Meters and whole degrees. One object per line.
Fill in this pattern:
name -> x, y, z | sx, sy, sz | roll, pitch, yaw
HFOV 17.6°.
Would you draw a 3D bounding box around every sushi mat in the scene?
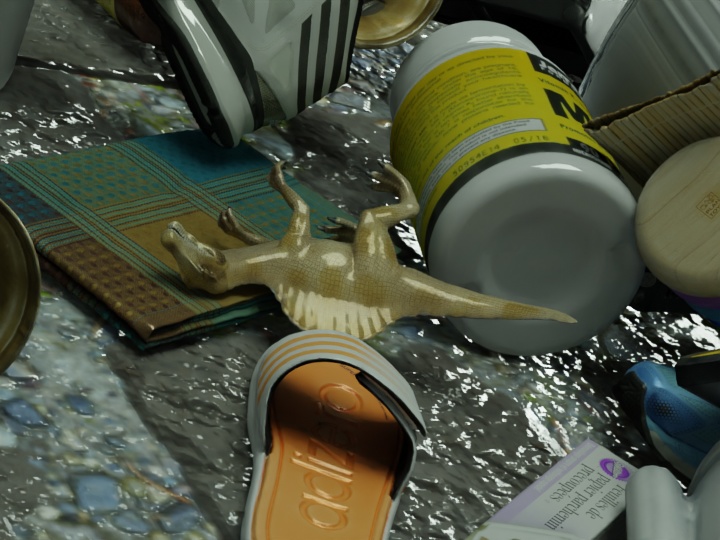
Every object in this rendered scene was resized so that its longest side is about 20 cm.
sushi mat -> 0.207, -0.039, 1.209 | 0.200, 0.096, 0.012 | 39, 38, -41

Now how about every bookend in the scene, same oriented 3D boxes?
bookend -> 0.091, -0.173, 1.473 | 0.200, 0.092, 0.199 | 19, -13, 25

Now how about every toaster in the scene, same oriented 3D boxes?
toaster -> 0.191, -0.080, 1.287 | 0.113, 0.200, 0.129 | 3, 40, -27

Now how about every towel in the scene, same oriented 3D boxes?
towel -> -0.089, -0.020, 1.169 | 0.147, 0.022, 0.200 | 36, 30, 26

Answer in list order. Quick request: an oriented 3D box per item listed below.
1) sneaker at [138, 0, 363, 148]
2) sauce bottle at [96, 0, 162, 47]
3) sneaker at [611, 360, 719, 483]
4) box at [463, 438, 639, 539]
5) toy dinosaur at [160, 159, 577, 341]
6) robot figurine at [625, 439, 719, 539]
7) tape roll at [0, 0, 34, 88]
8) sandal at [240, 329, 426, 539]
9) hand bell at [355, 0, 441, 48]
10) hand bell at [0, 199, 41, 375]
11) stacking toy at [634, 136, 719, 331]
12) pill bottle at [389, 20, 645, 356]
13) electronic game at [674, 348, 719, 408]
sneaker -> -0.066, -0.176, 1.238 | 0.115, 0.201, 0.076 | -25, 3, -14
sauce bottle -> -0.123, -0.168, 1.382 | 0.066, 0.066, 0.200 | -1, 36, -40
sneaker -> 0.217, 0.060, 1.172 | 0.200, 0.090, 0.078 | 7, 29, -28
box -> 0.067, 0.126, 0.984 | 0.039, 0.041, 0.200 | 31, 27, 17
toy dinosaur -> 0.000, 0.000, 1.134 | 0.200, 0.058, 0.101 | 9, 43, -7
robot figurine -> 0.192, 0.130, 0.988 | 0.169, 0.113, 0.200 | 23, 25, 0
tape roll -> -0.261, -0.194, 1.231 | 0.202, 0.139, 0.203 | 19, 26, -9
sandal -> -0.007, 0.072, 1.006 | 0.079, 0.059, 0.207 | 18, 25, -8
hand bell -> -0.043, -0.174, 1.374 | 0.104, 0.104, 0.200 | 7, -4, -29
hand bell -> -0.204, -0.024, 1.030 | 0.104, 0.104, 0.200 | 13, 15, -18
stacking toy -> 0.214, 0.010, 1.210 | 0.085, 0.085, 0.200 | 43, 0, 37
pill bottle -> 0.077, -0.051, 1.252 | 0.114, 0.114, 0.200 | 14, 27, -17
electronic game -> 0.239, 0.030, 1.039 | 0.200, 0.042, 0.200 | -10, -3, -1
